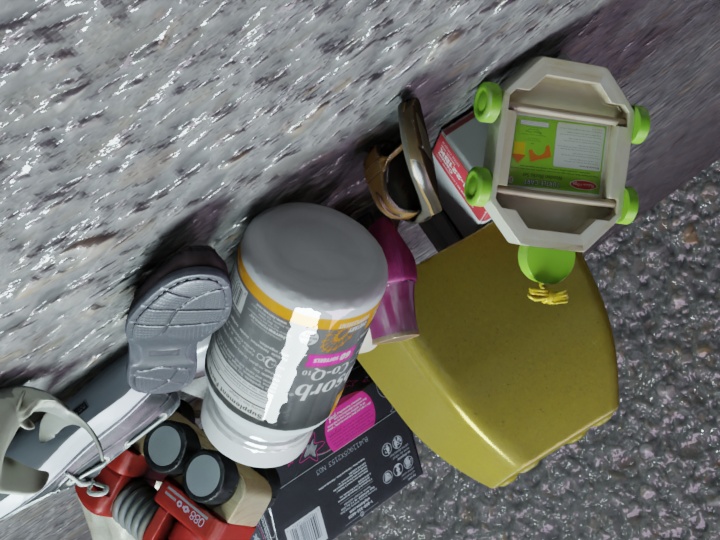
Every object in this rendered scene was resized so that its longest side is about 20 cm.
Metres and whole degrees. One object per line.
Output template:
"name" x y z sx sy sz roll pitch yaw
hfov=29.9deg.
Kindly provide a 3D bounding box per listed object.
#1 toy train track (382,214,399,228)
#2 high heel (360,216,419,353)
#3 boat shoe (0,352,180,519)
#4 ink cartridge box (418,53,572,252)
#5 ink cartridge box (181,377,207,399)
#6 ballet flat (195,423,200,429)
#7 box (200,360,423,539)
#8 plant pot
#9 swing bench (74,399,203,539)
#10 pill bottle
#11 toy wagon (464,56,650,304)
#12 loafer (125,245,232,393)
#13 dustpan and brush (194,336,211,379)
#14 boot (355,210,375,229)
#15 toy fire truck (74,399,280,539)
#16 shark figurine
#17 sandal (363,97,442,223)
"toy train track" 0.012 -0.008 1.366 0.200 0.032 0.116 104 6 -63
"high heel" -0.015 0.021 1.132 0.067 0.097 0.200 -7 173 -25
"boat shoe" -0.239 0.152 1.125 0.199 0.068 0.074 -41 -146 -5
"ink cartridge box" 0.135 -0.094 1.252 0.144 0.084 0.200 -33 169 -15
"ink cartridge box" -0.110 0.060 1.312 0.160 0.050 0.200 -37 154 8
"ballet flat" -0.169 0.189 1.342 0.068 0.046 0.201 -51 132 -20
"box" -0.054 0.188 1.349 0.199 0.133 0.114 -30 -155 -35
"plant pot" 0.129 0.082 1.247 0.194 0.201 0.194 -30 169 -15
"swing bench" -0.182 0.273 1.462 0.129 0.201 0.199 -2 -160 47
"pill bottle" -0.058 0.055 1.054 0.116 0.116 0.201 -27 149 -42
"toy wagon" 0.160 -0.074 1.129 0.154 0.202 0.040 6 -176 -21
"loafer" -0.141 0.026 0.993 0.071 0.064 0.200 1 152 -18
"dustpan and brush" -0.111 0.035 1.144 0.139 0.058 0.200 -14 165 -35
"boot" 0.000 0.000 1.231 0.096 0.075 0.200 -30 168 13
"toy fire truck" -0.184 0.230 1.220 0.201 0.175 0.128 -60 150 1
"shark figurine" -0.272 0.122 0.971 0.089 0.129 0.215 -12 -164 17
"sandal" 0.028 -0.076 1.056 0.054 0.083 0.200 -12 175 -4
